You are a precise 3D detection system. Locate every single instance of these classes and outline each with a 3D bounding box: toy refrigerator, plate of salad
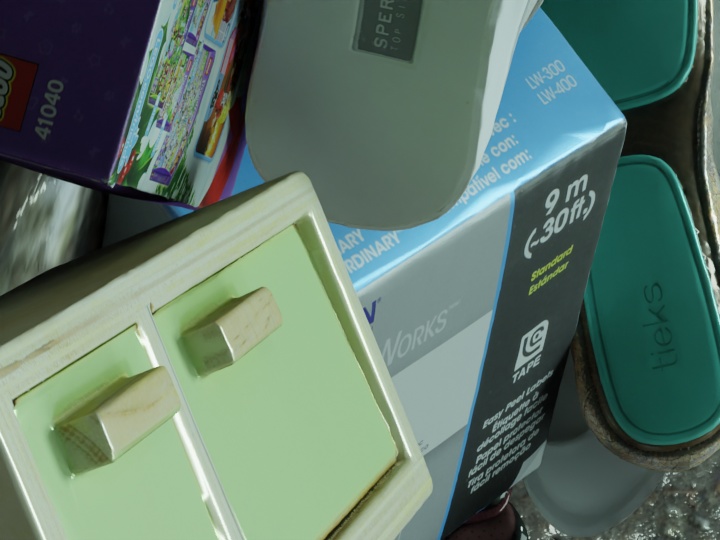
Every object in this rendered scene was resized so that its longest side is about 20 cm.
[{"bbox_3d":[-0.045,0.040,0.534,0.076,0.070,0.200,68,17,-4],"label":"toy refrigerator"},{"bbox_3d":[0.100,-0.005,1.026,0.200,0.048,0.201,-169,-90,-72],"label":"plate of salad"}]

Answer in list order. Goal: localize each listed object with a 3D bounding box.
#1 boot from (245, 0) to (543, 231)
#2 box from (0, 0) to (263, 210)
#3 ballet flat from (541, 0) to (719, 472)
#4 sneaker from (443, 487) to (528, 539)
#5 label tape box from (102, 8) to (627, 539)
[{"bbox_3d":[0.019,-0.102,0.608,0.200,0.073,0.096,111,-6,-53],"label":"boot"},{"bbox_3d":[-0.028,-0.113,0.608,0.137,0.039,0.201,17,89,-83],"label":"box"},{"bbox_3d":[0.075,-0.039,0.880,0.067,0.068,0.201,53,33,-82],"label":"ballet flat"},{"bbox_3d":[-0.008,0.095,0.947,0.076,0.115,0.201,93,14,-63],"label":"sneaker"},{"bbox_3d":[0.000,0.000,0.783,0.143,0.066,0.200,-32,148,-39],"label":"label tape box"}]
